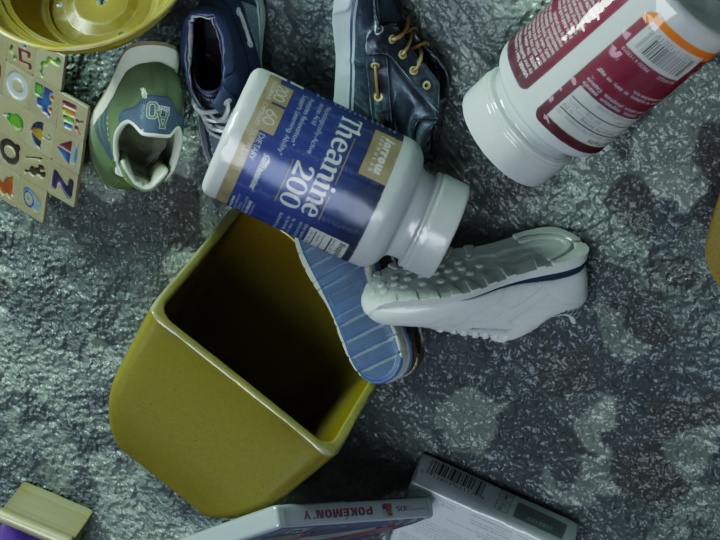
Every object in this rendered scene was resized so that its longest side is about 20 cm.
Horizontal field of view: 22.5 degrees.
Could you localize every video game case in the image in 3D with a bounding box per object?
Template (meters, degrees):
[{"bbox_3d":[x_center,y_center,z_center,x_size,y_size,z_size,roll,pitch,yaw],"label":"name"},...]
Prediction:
[{"bbox_3d":[-0.064,0.238,1.634,0.199,0.181,0.023,-26,68,46],"label":"video game case"}]

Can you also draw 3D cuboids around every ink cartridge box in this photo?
[{"bbox_3d":[0.098,0.286,1.699,0.161,0.057,0.201,23,129,7],"label":"ink cartridge box"}]

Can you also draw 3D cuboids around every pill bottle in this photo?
[{"bbox_3d":[0.180,-0.160,1.396,0.114,0.114,0.200,46,121,-7],"label":"pill bottle"},{"bbox_3d":[-0.018,-0.072,1.449,0.198,0.111,0.112,25,122,-5],"label":"pill bottle"}]

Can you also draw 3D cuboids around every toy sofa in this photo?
[{"bbox_3d":[-0.342,0.326,1.839,0.082,0.098,0.202,22,122,7],"label":"toy sofa"}]

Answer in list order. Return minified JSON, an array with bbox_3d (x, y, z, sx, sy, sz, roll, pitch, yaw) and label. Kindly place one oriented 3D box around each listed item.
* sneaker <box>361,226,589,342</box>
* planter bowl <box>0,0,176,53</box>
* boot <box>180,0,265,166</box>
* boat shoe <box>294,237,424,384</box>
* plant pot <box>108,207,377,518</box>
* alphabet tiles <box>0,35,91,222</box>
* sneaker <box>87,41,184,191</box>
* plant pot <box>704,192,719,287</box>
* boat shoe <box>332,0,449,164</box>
[{"bbox_3d":[0.098,0.026,1.506,0.198,0.077,0.081,-9,125,-11],"label":"sneaker"},{"bbox_3d":[-0.220,-0.243,1.487,0.198,0.202,0.084,14,156,12],"label":"planter bowl"},{"bbox_3d":[-0.118,-0.140,1.524,0.072,0.090,0.202,4,117,17],"label":"boot"},{"bbox_3d":[0.000,0.000,1.561,0.072,0.072,0.202,-21,82,29],"label":"boat shoe"},{"bbox_3d":[-0.110,0.100,1.596,0.194,0.196,0.200,38,130,-3],"label":"plant pot"},{"bbox_3d":[-0.319,-0.142,1.608,0.199,0.006,0.168,29,124,25],"label":"alphabet tiles"},{"bbox_3d":[-0.191,-0.102,1.526,0.066,0.091,0.201,2,152,-17],"label":"sneaker"},{"bbox_3d":[0.350,-0.057,1.366,0.185,0.187,0.200,34,134,0],"label":"plant pot"},{"bbox_3d":[0.028,-0.181,1.469,0.090,0.071,0.202,11,126,13],"label":"boat shoe"}]
